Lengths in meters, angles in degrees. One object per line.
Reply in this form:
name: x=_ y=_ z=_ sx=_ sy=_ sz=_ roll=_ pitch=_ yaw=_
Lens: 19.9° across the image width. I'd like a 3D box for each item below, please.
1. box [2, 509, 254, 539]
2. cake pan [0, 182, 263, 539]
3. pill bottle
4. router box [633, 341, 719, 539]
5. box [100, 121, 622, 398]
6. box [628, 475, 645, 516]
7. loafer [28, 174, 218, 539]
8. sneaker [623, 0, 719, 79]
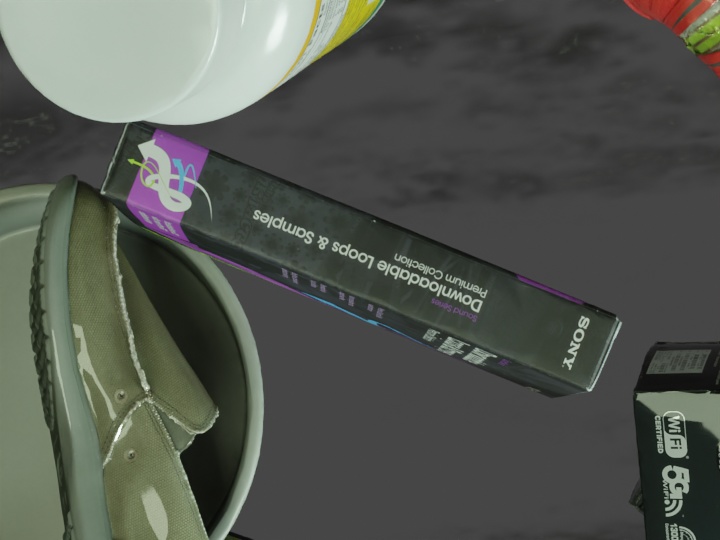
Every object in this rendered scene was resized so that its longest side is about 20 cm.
box: x=-0.075 y=0.186 z=0.966 sx=0.199 sy=0.060 sz=0.117 roll=17 pitch=112 yaw=11
cake pan: x=-0.138 y=0.063 z=0.918 sx=0.199 sy=0.037 sz=0.201 roll=-1 pitch=84 yaw=9
pill bottle: x=-0.059 y=-0.119 z=0.782 sx=0.112 sy=0.200 sz=0.113 roll=5 pitch=109 yaw=15
router box: x=0.194 y=0.128 z=0.815 sx=0.149 sy=0.062 sz=0.201 roll=-3 pitch=107 yaw=18
box: x=0.000 y=0.000 z=0.826 sx=0.199 sy=0.143 sz=0.036 roll=21 pitch=86 yaw=2
box: x=0.246 y=0.082 z=0.842 sx=0.200 sy=0.048 sz=0.193 roll=38 pitch=112 yaw=3
loafer: x=-0.098 y=0.057 z=0.865 sx=0.069 sy=0.075 sz=0.201 roll=-7 pitch=83 yaw=-14
sneaker: x=0.145 y=-0.111 z=0.802 sx=0.085 sy=0.077 sz=0.200 roll=-3 pitch=126 yaw=56
